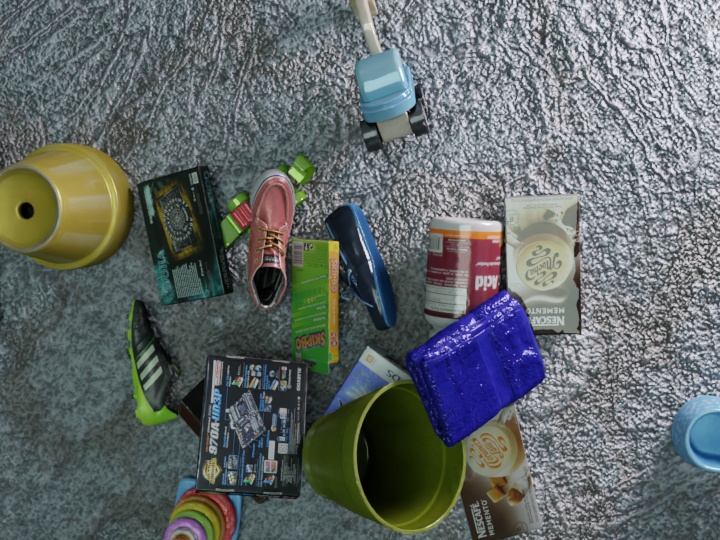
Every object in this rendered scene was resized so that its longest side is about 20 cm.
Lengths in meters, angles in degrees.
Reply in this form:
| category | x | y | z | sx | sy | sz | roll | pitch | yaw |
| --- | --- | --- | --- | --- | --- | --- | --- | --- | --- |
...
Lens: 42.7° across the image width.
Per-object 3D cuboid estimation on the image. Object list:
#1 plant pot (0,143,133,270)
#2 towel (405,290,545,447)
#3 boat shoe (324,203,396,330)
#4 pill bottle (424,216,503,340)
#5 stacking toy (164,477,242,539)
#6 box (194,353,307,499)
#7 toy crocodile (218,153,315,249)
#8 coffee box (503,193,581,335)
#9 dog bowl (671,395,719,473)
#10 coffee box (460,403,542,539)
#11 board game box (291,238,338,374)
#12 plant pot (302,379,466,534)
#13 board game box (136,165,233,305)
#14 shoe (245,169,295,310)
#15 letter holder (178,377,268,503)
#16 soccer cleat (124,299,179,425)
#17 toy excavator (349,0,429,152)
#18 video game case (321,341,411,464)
| category | x | y | z | sx | sy | sz | roll | pitch | yaw |
| --- | --- | --- | --- | --- | --- | --- | --- | --- | --- |
| plant pot | -0.478 | -0.097 | 1.428 | 0.196 | 0.189 | 0.206 | 1 | 96 | 8 |
| towel | 0.168 | 0.136 | 1.287 | 0.198 | 0.049 | 0.150 | -29 | 98 | -26 |
| boat shoe | 0.000 | 0.000 | 1.427 | 0.068 | 0.084 | 0.204 | -22 | 75 | 17 |
| pill bottle | 0.154 | 0.025 | 1.377 | 0.111 | 0.114 | 0.205 | 3 | 96 | 8 |
| stacking toy | -0.263 | 0.410 | 1.431 | 0.113 | 0.200 | 0.112 | 10 | 96 | 7 |
| box | -0.162 | 0.234 | 1.381 | 0.155 | 0.046 | 0.205 | 6 | 71 | -12 |
| toy crocodile | -0.151 | -0.107 | 1.440 | 0.198 | 0.062 | 0.068 | -35 | 89 | 10 |
| coffee box | 0.271 | -0.010 | 1.373 | 0.110 | 0.080 | 0.205 | -2 | 95 | 9 |
| dog bowl | 0.567 | 0.254 | 1.365 | 0.195 | 0.050 | 0.114 | 8 | 96 | 9 |
| coffee box | 0.194 | 0.295 | 1.387 | 0.112 | 0.080 | 0.204 | -14 | 103 | 1 |
| board game box | -0.072 | 0.055 | 1.433 | 0.094 | 0.030 | 0.205 | 6 | 95 | 48 |
| plant pot | 0.016 | 0.265 | 1.319 | 0.191 | 0.198 | 0.205 | -14 | 94 | 53 |
| board game box | -0.280 | -0.053 | 1.462 | 0.133 | 0.028 | 0.205 | -9 | 93 | 29 |
| shoe | -0.134 | -0.044 | 1.394 | 0.070 | 0.092 | 0.204 | 3 | 120 | -16 |
| letter holder | -0.189 | 0.262 | 1.468 | 0.100 | 0.142 | 0.200 | -41 | 85 | -22 |
| soccer cleat | -0.337 | 0.147 | 1.493 | 0.079 | 0.067 | 0.205 | -6 | 89 | -11 |
| toy excavator | 0.029 | -0.309 | 1.367 | 0.098 | 0.196 | 0.203 | -15 | 121 | 10 |
| video game case | 0.033 | 0.248 | 1.450 | 0.180 | 0.045 | 0.202 | 34 | 99 | 5 |
